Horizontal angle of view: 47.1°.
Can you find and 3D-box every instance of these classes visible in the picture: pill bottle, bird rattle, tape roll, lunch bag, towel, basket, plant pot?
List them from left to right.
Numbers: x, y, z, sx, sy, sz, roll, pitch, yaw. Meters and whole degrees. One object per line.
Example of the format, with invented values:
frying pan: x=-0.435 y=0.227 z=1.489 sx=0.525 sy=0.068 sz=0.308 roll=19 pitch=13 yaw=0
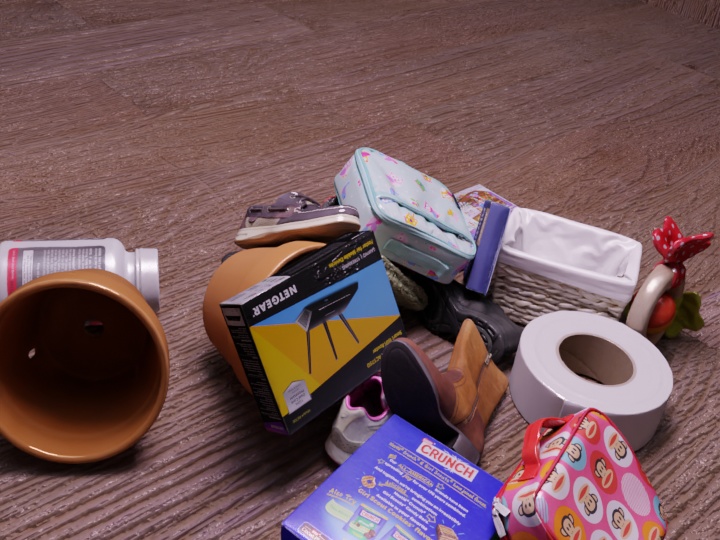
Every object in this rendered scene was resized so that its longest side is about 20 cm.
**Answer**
pill bottle: x=-0.361 y=0.015 z=1.071 sx=0.195 sy=0.113 sz=0.112 roll=-2 pitch=35 yaw=-14
plant pot: x=-0.304 y=0.086 z=0.912 sx=0.195 sy=0.205 sz=0.140 roll=2 pitch=18 yaw=-8
plant pot: x=-0.102 y=0.055 z=1.012 sx=0.198 sy=0.205 sz=0.138 roll=-24 pitch=29 yaw=-39
towel: x=0.000 y=0.000 z=1.114 sx=0.146 sy=0.037 sz=0.199 roll=15 pitch=-13 yaw=35
lunch bag: x=0.066 y=-0.071 z=1.118 sx=0.197 sy=0.077 sz=0.162 roll=21 pitch=34 yaw=-33
basket: x=0.293 y=0.012 z=1.203 sx=0.196 sy=0.126 sz=0.136 roll=16 pitch=35 yaw=14
lunch bag: x=0.217 y=0.234 z=0.828 sx=0.199 sy=0.081 sz=0.178 roll=-31 pitch=87 yaw=-49
tape roll: x=0.294 y=0.140 z=1.063 sx=0.197 sy=0.072 sz=0.204 roll=6 pitch=34 yaw=-4
bird rattle: x=0.424 y=0.037 z=1.146 sx=0.112 sy=0.202 sz=0.163 roll=31 pitch=65 yaw=26

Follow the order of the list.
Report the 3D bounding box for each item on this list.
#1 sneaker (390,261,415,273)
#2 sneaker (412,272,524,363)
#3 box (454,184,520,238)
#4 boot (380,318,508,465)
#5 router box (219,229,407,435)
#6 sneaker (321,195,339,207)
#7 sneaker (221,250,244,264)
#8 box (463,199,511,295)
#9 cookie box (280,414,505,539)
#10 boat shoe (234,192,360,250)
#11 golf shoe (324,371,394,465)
sneaker: x=0.046 y=-0.025 z=1.262 sx=0.197 sy=0.079 sz=0.085 roll=19 pitch=39 yaw=34
sneaker: x=0.148 y=0.061 z=1.162 sx=0.089 sy=0.077 sz=0.200 roll=-6 pitch=38 yaw=-40
box: x=0.183 y=-0.076 z=1.385 sx=0.197 sy=0.040 sz=0.136 roll=-22 pitch=44 yaw=-37
boot: x=0.111 y=0.116 z=0.978 sx=0.190 sy=0.068 sz=0.201 roll=54 pitch=37 yaw=-12
router box: x=-0.044 y=0.063 z=0.914 sx=0.198 sy=0.152 sz=0.050 roll=-31 pitch=18 yaw=-37
sneaker: x=-0.010 y=-0.071 z=1.206 sx=0.199 sy=0.098 sz=0.072 roll=-22 pitch=75 yaw=-52
sneaker: x=-0.111 y=-0.043 z=1.221 sx=0.195 sy=0.060 sz=0.107 roll=1 pitch=68 yaw=-20
box: x=0.179 y=-0.037 z=1.182 sx=0.032 sy=0.124 sz=0.200 roll=16 pitch=7 yaw=3
cookie box: x=0.043 y=0.262 z=0.826 sx=0.169 sy=0.077 sz=0.199 roll=28 pitch=39 yaw=26
boat shoe: x=-0.081 y=-0.065 z=1.025 sx=0.197 sy=0.067 sz=0.071 roll=-9 pitch=-18 yaw=43
golf shoe: x=0.041 y=0.154 z=0.972 sx=0.074 sy=0.093 sz=0.198 roll=27 pitch=37 yaw=30
